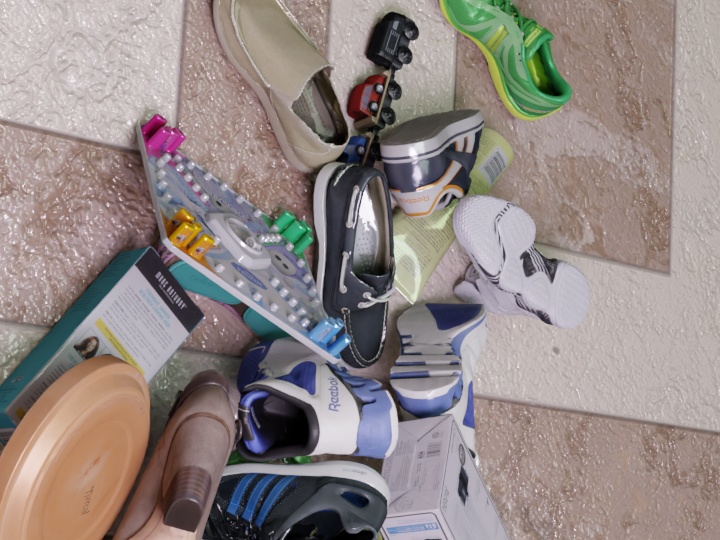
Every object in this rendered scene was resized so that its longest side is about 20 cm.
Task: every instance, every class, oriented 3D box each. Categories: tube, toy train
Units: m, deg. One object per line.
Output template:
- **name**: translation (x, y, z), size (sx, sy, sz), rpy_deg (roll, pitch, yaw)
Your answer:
- **tube**: translation (0.077, -0.060, 1.872), size (0.200, 0.058, 0.052), rpy_deg (-51, 147, -31)
- **toy train**: translation (0.011, -0.160, 1.835), size (0.046, 0.034, 0.200), rpy_deg (28, 66, -31)

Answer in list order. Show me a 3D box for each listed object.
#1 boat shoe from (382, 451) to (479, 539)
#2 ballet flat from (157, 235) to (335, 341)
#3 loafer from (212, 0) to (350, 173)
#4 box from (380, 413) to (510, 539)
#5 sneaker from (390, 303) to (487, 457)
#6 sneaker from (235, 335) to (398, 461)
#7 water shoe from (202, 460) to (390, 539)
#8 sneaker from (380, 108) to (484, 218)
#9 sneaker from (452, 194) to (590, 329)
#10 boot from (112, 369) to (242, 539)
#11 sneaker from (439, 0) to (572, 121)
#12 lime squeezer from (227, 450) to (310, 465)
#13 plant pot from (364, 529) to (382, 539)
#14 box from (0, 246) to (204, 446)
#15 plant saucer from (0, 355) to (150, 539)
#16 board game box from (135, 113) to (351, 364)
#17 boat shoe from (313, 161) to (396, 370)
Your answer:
- **boat shoe**: translation (0.057, 0.227, 1.799), size (0.200, 0.068, 0.075), rpy_deg (-45, 113, -35)
- **ballet flat**: translation (-0.098, 0.009, 1.706), size (0.200, 0.069, 0.071), rpy_deg (30, 40, -34)
- **loafer**: translation (-0.063, -0.185, 1.751), size (0.076, 0.068, 0.200), rpy_deg (-42, 111, -36)
- **box**: translation (0.080, 0.238, 1.694), size (0.117, 0.060, 0.200), rpy_deg (-78, 150, -46)
- **sneaker**: translation (0.070, 0.114, 1.792), size (0.199, 0.080, 0.115), rpy_deg (-65, 154, -63)
- **sneaker**: translation (-0.067, 0.108, 1.622), size (0.115, 0.199, 0.081), rpy_deg (-2, 104, -33)
- **water shoe**: translation (-0.075, 0.206, 1.602), size (0.079, 0.200, 0.072), rpy_deg (-75, 145, -47)
- **sneaker**: translation (0.069, -0.102, 1.826), size (0.200, 0.078, 0.079), rpy_deg (-38, 120, -64)
- **sneaker**: translation (0.127, -0.009, 1.852), size (0.200, 0.115, 0.075), rpy_deg (39, 68, -39)
- **boot**: translation (-0.157, 0.182, 1.593), size (0.070, 0.200, 0.146), rpy_deg (26, 37, -16)
- **sneaker**: translation (0.151, -0.243, 1.933), size (0.200, 0.084, 0.074), rpy_deg (53, 55, -21)
- **lime squeezer**: translation (-0.087, 0.180, 1.713), size (0.200, 0.038, 0.071), rpy_deg (17, 105, -39)
- **plant pot**: translation (-0.049, 0.333, 1.634), size (0.200, 0.200, 0.190), rpy_deg (-39, 121, -37)
- **box**: translation (-0.221, 0.076, 1.593), size (0.082, 0.049, 0.200), rpy_deg (54, 54, -22)
- **plant saucer**: translation (-0.226, 0.164, 1.513), size (0.200, 0.032, 0.200), rpy_deg (-49, 155, -34)
- **board game box**: translation (-0.100, -0.031, 1.641), size (0.200, 0.026, 0.200), rpy_deg (36, 19, -31)
- **boat shoe**: translation (0.000, 0.000, 1.767), size (0.076, 0.060, 0.200), rpy_deg (-27, 116, -42)
